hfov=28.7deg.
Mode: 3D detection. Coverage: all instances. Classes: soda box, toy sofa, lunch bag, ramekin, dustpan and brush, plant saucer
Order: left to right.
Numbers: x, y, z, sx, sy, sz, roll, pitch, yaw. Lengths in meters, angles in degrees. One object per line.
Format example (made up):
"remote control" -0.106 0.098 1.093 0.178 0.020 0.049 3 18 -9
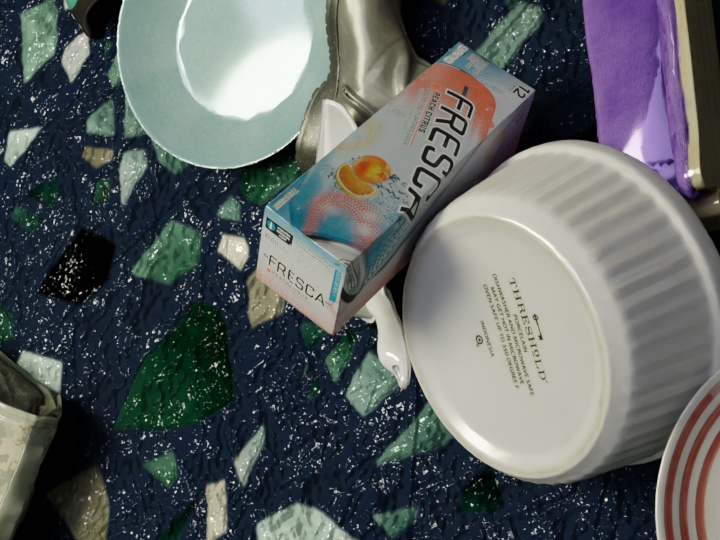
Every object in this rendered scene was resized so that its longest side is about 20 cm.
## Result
"lunch bag" -0.325 0.152 1.131 0.199 0.117 0.166 29 96 39
"plant saucer" -0.094 -0.178 1.074 0.198 0.039 0.204 -1 89 26
"dustpan and brush" 0.000 0.000 0.924 0.056 0.141 0.202 2 43 -6
"soda box" 0.024 -0.054 0.854 0.063 0.200 0.069 34 144 17
"ramekin" 0.110 0.031 0.826 0.201 0.094 0.205 22 122 42
"toy sofa" 0.175 -0.122 0.860 0.082 0.097 0.203 -12 75 31

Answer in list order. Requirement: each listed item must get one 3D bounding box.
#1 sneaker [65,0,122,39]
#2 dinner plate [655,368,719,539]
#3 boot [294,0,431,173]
"sneaker" -0.158 -0.254 1.133 0.198 0.071 0.081 -24 80 28
"dinner plate" 0.259 0.133 0.764 0.197 0.024 0.204 -1 81 8
"boot" 0.037 -0.139 0.979 0.129 0.067 0.203 21 104 30
